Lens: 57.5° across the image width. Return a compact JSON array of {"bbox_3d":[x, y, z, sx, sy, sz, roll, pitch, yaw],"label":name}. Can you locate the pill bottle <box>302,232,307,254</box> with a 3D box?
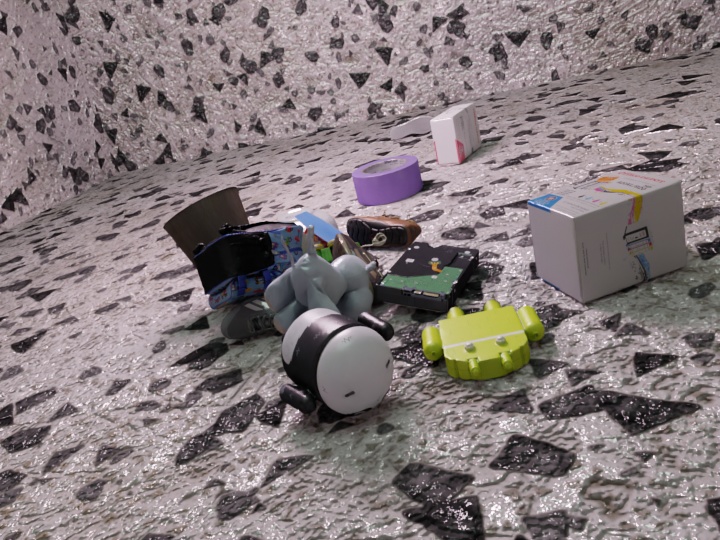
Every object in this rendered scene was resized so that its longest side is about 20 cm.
[{"bbox_3d":[-0.180,-0.048,1.468,0.111,0.114,0.199,-25,17,-26],"label":"pill bottle"}]

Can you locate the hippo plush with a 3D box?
[{"bbox_3d":[-0.064,0.031,1.145,0.158,0.204,0.159,-13,-1,42],"label":"hippo plush"}]

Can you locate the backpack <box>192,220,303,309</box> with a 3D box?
[{"bbox_3d":[-0.200,-0.018,1.271,0.197,0.137,0.182,-13,-6,-37],"label":"backpack"}]

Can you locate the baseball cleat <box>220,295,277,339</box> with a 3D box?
[{"bbox_3d":[-0.158,0.082,1.208,0.197,0.071,0.106,-24,26,-17],"label":"baseball cleat"}]

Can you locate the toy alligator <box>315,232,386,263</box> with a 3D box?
[{"bbox_3d":[-0.039,-0.031,1.371,0.196,0.060,0.054,-17,-20,-5],"label":"toy alligator"}]

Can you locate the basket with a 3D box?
[{"bbox_3d":[-0.293,-0.046,1.399,0.178,0.202,0.136,-29,-2,-17],"label":"basket"}]

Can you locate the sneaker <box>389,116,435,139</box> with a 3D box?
[{"bbox_3d":[0.217,-0.591,2.659,0.196,0.072,0.100,-13,25,16],"label":"sneaker"}]

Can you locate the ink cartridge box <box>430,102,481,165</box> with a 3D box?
[{"bbox_3d":[0.308,-0.437,2.099,0.081,0.149,0.200,-1,24,32],"label":"ink cartridge box"}]

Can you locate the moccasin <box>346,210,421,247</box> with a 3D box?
[{"bbox_3d":[0.050,-0.097,1.516,0.199,0.075,0.077,0,15,41],"label":"moccasin"}]

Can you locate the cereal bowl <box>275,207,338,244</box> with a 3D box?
[{"bbox_3d":[-0.154,-0.104,1.659,0.196,0.085,0.201,-12,22,5],"label":"cereal bowl"}]

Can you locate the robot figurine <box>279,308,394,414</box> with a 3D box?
[{"bbox_3d":[-0.036,0.128,0.937,0.123,0.153,0.199,17,0,-34],"label":"robot figurine"}]

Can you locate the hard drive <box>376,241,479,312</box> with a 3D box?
[{"bbox_3d":[0.128,0.008,1.213,0.137,0.039,0.200,8,28,23],"label":"hard drive"}]

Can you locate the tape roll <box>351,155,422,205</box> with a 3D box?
[{"bbox_3d":[0.078,-0.263,1.904,0.196,0.086,0.201,-14,21,5],"label":"tape roll"}]

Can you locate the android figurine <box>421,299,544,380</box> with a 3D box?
[{"bbox_3d":[0.180,0.100,0.973,0.178,0.042,0.201,-12,19,8],"label":"android figurine"}]

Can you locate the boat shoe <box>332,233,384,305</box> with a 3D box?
[{"bbox_3d":[0.000,0.000,1.278,0.072,0.075,0.201,-2,41,-25],"label":"boat shoe"}]

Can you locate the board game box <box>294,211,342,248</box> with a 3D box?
[{"bbox_3d":[-0.080,-0.070,1.481,0.039,0.157,0.200,-56,0,12],"label":"board game box"}]

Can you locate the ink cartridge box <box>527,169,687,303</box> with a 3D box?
[{"bbox_3d":[0.405,-0.063,1.083,0.197,0.147,0.147,-18,20,-11],"label":"ink cartridge box"}]
